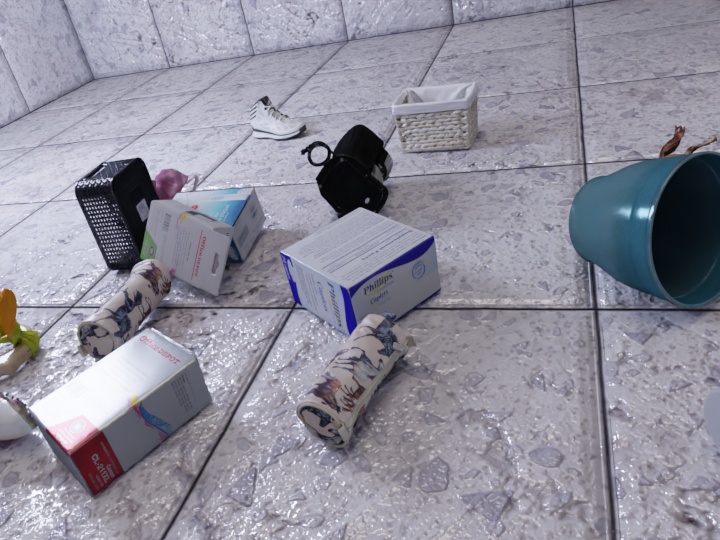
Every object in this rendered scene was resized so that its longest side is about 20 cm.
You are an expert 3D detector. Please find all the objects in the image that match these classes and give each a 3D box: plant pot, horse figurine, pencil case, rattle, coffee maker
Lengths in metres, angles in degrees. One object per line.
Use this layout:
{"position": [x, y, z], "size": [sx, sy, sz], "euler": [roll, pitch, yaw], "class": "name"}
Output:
{"position": [0.410, -0.064, 0.891], "size": [0.196, 0.205, 0.187], "euler": [-25, 17, -19], "class": "plant pot"}
{"position": [0.604, -0.186, 1.120], "size": [0.130, 0.050, 0.202], "euler": [-28, 38, 9], "class": "horse figurine"}
{"position": [-0.408, 0.067, 1.075], "size": [0.088, 0.078, 0.202], "euler": [-31, 21, 31], "class": "pencil case"}
{"position": [-0.675, 0.110, 1.072], "size": [0.194, 0.145, 0.133], "euler": [5, 53, 17], "class": "rattle"}
{"position": [-0.016, -0.226, 1.298], "size": [0.132, 0.195, 0.202], "euler": [-21, 26, 18], "class": "coffee maker"}
{"position": [-0.005, 0.141, 0.814], "size": [0.088, 0.079, 0.200], "euler": [-8, 28, 37], "class": "pencil case"}

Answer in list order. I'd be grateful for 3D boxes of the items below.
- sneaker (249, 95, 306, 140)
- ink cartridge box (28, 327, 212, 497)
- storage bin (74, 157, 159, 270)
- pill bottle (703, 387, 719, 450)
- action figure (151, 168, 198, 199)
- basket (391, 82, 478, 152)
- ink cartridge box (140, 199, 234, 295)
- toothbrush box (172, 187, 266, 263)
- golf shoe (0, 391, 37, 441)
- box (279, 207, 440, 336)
{"position": [-0.255, -0.455, 1.829], "size": [0.195, 0.118, 0.076], "euler": [7, 35, 30], "class": "sneaker"}
{"position": [-0.329, 0.187, 0.860], "size": [0.143, 0.085, 0.199], "euler": [17, 42, 41], "class": "ink cartridge box"}
{"position": [-0.489, -0.117, 1.292], "size": [0.091, 0.205, 0.136], "euler": [-3, 31, 14], "class": "storage bin"}
{"position": [0.458, 0.127, 0.625], "size": [0.195, 0.115, 0.113], "euler": [-19, 31, -9], "class": "pill bottle"}
{"position": [-0.488, -0.160, 1.490], "size": [0.144, 0.137, 0.202], "euler": [14, 29, -8], "class": "action figure"}
{"position": [0.190, -0.376, 1.524], "size": [0.194, 0.126, 0.136], "euler": [2, 33, 22], "class": "basket"}
{"position": [-0.310, -0.044, 1.155], "size": [0.196, 0.120, 0.067], "euler": [24, 15, 23], "class": "ink cartridge box"}
{"position": [-0.316, -0.092, 1.286], "size": [0.194, 0.087, 0.148], "euler": [-2, 41, 20], "class": "toothbrush box"}
{"position": [-0.547, 0.229, 0.895], "size": [0.195, 0.074, 0.093], "euler": [-7, 36, 30], "class": "golf shoe"}
{"position": [0.000, 0.000, 1.011], "size": [0.182, 0.107, 0.198], "euler": [-30, 34, -27], "class": "box"}
